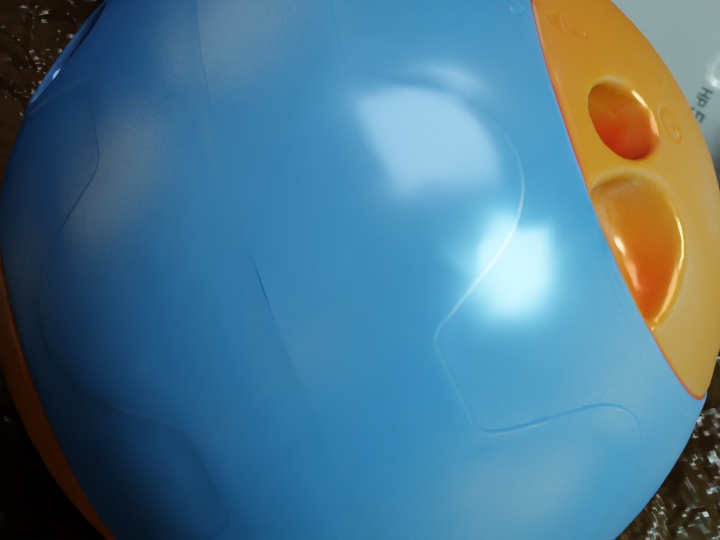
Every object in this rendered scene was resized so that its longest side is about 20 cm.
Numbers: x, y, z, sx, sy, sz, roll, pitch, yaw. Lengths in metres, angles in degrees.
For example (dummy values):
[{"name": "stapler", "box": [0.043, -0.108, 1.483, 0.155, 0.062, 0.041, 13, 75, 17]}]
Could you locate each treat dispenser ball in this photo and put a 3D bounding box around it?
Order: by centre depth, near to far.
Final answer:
[{"name": "treat dispenser ball", "box": [0.000, 0.000, 0.817, 0.200, 0.201, 0.201, 12, 46, -13]}]

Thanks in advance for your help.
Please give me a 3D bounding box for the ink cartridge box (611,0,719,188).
[{"name": "ink cartridge box", "box": [0.142, -0.148, 1.067, 0.084, 0.146, 0.200, 27, 44, 0]}]
